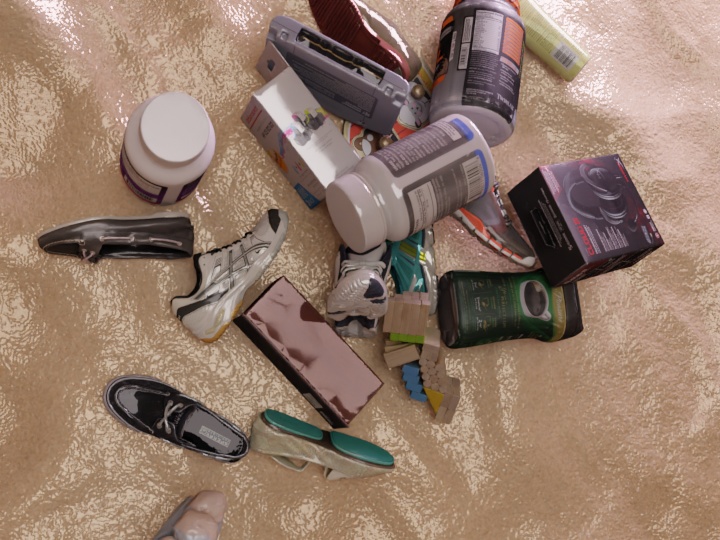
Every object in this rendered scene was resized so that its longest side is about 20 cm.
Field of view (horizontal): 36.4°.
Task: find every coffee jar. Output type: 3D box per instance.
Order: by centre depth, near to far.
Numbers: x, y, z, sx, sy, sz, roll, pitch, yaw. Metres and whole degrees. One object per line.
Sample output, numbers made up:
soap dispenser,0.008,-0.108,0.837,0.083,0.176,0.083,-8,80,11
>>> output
coffee jar,0.208,0.050,1.509,0.196,0.085,0.106,-2,76,-15

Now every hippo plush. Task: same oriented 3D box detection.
hippo plush,-0.197,0.384,1.315,0.200,0.159,0.161,-44,95,-17

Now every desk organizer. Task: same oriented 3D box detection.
desk organizer,-0.067,0.108,1.434,0.200,0.072,0.077,47,71,-6

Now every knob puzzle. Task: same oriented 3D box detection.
knob puzzle,0.060,-0.178,1.526,0.215,0.030,0.224,2,83,-16

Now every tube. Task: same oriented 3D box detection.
tube,0.248,-0.359,1.596,0.199,0.052,0.058,41,36,-2

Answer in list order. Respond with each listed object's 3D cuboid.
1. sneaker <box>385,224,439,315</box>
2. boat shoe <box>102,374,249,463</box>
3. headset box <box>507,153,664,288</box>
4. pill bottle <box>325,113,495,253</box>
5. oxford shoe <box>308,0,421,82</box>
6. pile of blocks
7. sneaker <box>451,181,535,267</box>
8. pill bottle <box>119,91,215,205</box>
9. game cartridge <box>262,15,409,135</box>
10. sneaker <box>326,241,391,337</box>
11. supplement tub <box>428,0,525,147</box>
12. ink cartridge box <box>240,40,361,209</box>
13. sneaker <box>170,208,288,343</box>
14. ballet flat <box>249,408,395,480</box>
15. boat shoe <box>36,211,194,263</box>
sneaker,0.061,-0.034,1.483,0.078,0.078,0.204,-6,91,-4
boat shoe,-0.230,0.188,1.378,0.198,0.068,0.073,29,76,-10
headset box,0.304,-0.070,1.507,0.198,0.077,0.151,-11,70,-40
pill bottle,0.062,-0.108,1.386,0.198,0.114,0.115,-27,91,-20
oxford shoe,0.005,-0.334,1.523,0.201,0.070,0.075,50,42,2
pile of blocks,0.079,0.111,1.474,0.081,0.062,0.203,-15,113,12
sneaker,0.170,-0.087,1.486,0.199,0.077,0.082,41,90,0
pill bottle,-0.238,-0.152,1.350,0.109,0.200,0.114,2,82,-15
game cartridge,-0.035,-0.254,1.452,0.198,0.134,0.041,28,68,-1
sneaker,0.000,0.000,1.407,0.078,0.200,0.132,0,71,4
supplement tub,0.163,-0.282,1.511,0.120,0.123,0.204,15,67,-13
ink cartridge box,-0.091,-0.188,1.441,0.068,0.115,0.201,-38,93,-17
sneaker,-0.169,-0.009,1.417,0.087,0.076,0.202,36,75,-9
ballet flat,-0.052,0.239,1.435,0.197,0.068,0.063,22,106,-8
boat shoe,-0.305,-0.035,1.385,0.196,0.067,0.058,-8,75,-19
